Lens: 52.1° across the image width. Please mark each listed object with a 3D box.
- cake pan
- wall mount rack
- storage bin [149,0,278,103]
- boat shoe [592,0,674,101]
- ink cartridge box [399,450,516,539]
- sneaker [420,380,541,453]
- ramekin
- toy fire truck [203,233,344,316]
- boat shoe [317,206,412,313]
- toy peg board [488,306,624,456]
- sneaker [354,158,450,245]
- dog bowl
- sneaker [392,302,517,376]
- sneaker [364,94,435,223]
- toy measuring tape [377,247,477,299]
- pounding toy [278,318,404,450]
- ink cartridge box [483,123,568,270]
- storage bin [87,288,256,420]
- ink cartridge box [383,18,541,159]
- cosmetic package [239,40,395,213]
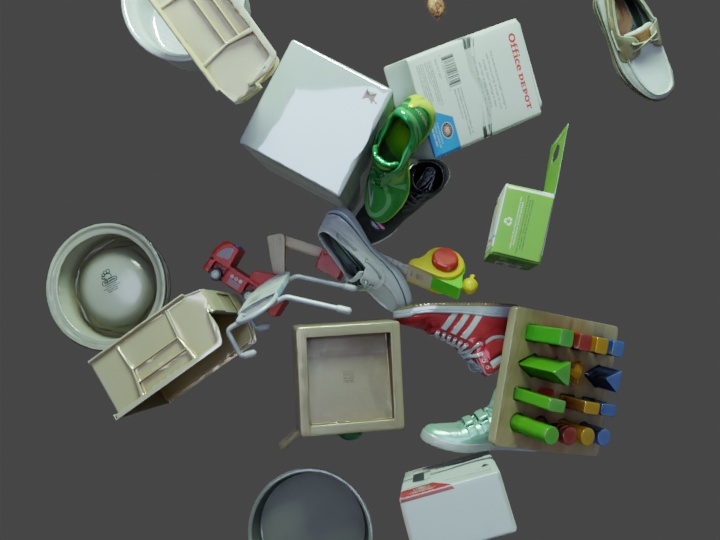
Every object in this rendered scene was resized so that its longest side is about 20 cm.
[{"bbox_3d":[-0.077,0.410,1.161,0.197,0.037,0.204,0,88,5],"label":"cake pan"},{"bbox_3d":[-0.099,0.050,1.056,0.172,0.200,0.075,-27,102,9],"label":"wall mount rack"},{"bbox_3d":[-0.199,-0.337,1.020,0.093,0.200,0.199,-36,104,4],"label":"storage bin"},{"bbox_3d":[0.423,-0.354,1.135,0.074,0.068,0.202,-30,85,3],"label":"boat shoe"},{"bbox_3d":[0.137,0.331,1.066,0.142,0.200,0.085,-16,82,4],"label":"ink cartridge box"},{"bbox_3d":[0.189,0.212,1.127,0.197,0.074,0.120,0,94,-5],"label":"sneaker"},{"bbox_3d":[-0.272,-0.422,1.185,0.197,0.098,0.204,0,88,5],"label":"ramekin"},{"bbox_3d":[-0.137,-0.006,1.179,0.199,0.049,0.142,33,90,6],"label":"toy fire truck"},{"bbox_3d":[0.000,0.000,1.129,0.201,0.073,0.067,50,48,-14],"label":"boat shoe"},{"bbox_3d":[0.306,0.170,1.065,0.197,0.098,0.203,11,88,-24],"label":"toy peg board"},{"bbox_3d":[0.056,-0.109,1.142,0.199,0.099,0.071,-38,87,4],"label":"sneaker"},{"bbox_3d":[-0.396,0.027,1.188,0.197,0.074,0.203,0,88,6],"label":"dog bowl"},{"bbox_3d":[0.146,0.106,1.126,0.197,0.071,0.114,1,87,-10],"label":"sneaker"},{"bbox_3d":[0.039,-0.156,1.049,0.074,0.083,0.202,36,129,22],"label":"sneaker"},{"bbox_3d":[0.094,-0.015,1.155,0.198,0.074,0.074,23,90,15],"label":"toy measuring tape"},{"bbox_3d":[-0.037,0.181,1.134,0.181,0.142,0.203,-3,89,-9],"label":"pounding toy"},{"bbox_3d":[0.245,-0.109,1.101,0.075,0.148,0.203,12,88,6],"label":"ink cartridge box"},{"bbox_3d":[-0.270,0.119,1.111,0.197,0.200,0.094,-35,83,3],"label":"storage bin"},{"bbox_3d":[0.155,-0.269,1.099,0.198,0.084,0.148,-24,105,-19],"label":"ink cartridge box"},{"bbox_3d":[-0.053,-0.205,1.105,0.165,0.200,0.169,28,89,6],"label":"cosmetic package"}]
